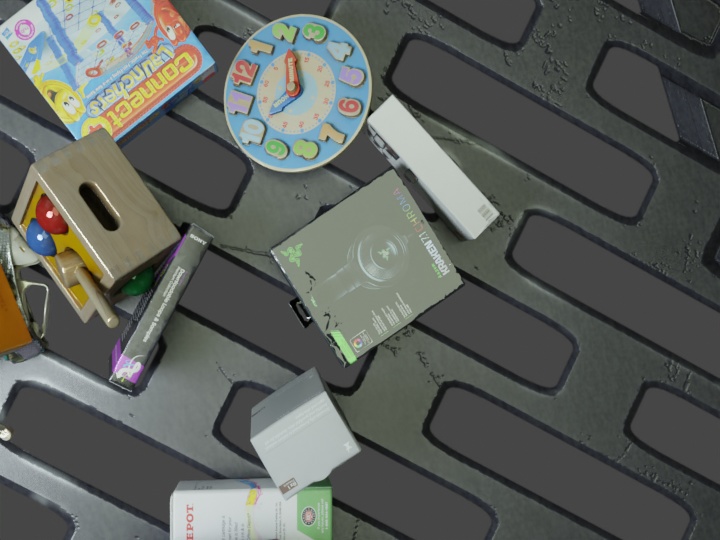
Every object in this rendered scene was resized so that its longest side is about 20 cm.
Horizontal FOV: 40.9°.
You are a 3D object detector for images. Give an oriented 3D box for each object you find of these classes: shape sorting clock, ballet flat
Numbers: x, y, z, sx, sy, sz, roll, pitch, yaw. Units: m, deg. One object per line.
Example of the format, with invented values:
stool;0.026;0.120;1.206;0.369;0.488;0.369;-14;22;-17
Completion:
shape sorting clock;-0.081;-0.224;1.212;0.196;0.039;0.205;-3;80;18
ballet flat;-0.419;0.009;1.183;0.070;0.072;0.205;-10;95;-6

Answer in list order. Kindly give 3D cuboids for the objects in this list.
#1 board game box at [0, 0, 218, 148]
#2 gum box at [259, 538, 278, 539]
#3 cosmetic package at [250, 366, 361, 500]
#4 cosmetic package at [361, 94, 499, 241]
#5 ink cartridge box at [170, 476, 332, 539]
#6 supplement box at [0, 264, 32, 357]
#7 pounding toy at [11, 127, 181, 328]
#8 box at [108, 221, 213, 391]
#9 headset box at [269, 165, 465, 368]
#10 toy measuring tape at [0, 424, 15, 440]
board game box;-0.313;-0.272;1.203;0.199;0.056;0.197;-39;93;-5
gum box;-0.184;0.370;1.083;0.196;0.066;0.116;-12;79;27
cosmetic package;-0.069;0.188;1.148;0.106;0.200;0.091;-32;92;-6
cosmetic package;0.086;-0.126;1.230;0.051;0.083;0.200;-43;93;-3
ink cartridge box;-0.133;0.337;1.197;0.195;0.084;0.148;0;89;-6
supplement box;-0.504;0.069;1.136;0.197;0.073;0.128;-24;91;17
pounding toy;-0.307;-0.027;1.109;0.141;0.184;0.202;-36;89;-34
box;-0.242;0.037;1.161;0.036;0.143;0.203;27;87;-15
headset box;0.000;0.000;1.212;0.198;0.093;0.176;-33;92;-5
toy measuring tape;-0.523;0.211;1.168;0.195;0.074;0.075;9;88;-5
